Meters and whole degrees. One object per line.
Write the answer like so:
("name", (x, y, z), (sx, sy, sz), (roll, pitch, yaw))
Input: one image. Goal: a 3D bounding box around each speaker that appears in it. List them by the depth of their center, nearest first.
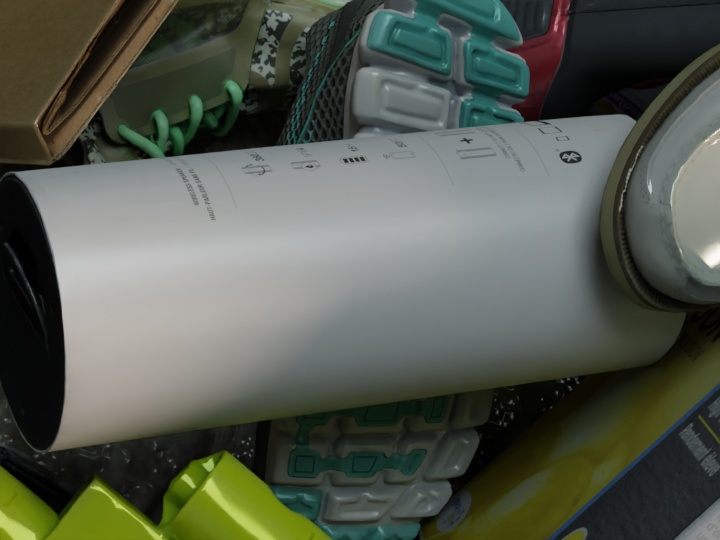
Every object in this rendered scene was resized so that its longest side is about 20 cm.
("speaker", (-0.007, 0.001, 0.714), (0.199, 0.081, 0.082), (-7, 61, -24))

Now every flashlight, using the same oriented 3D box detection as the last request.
("flashlight", (0.115, -0.076, 0.855), (0.199, 0.068, 0.068), (0, 23, 30))

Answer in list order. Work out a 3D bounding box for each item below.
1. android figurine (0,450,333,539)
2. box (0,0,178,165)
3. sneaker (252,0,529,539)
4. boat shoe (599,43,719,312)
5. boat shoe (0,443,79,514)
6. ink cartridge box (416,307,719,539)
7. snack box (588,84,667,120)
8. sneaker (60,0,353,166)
("android figurine", (-0.068, 0.145, 0.698), (0.200, 0.041, 0.182), (42, 85, -3))
("box", (-0.136, -0.098, 0.782), (0.199, 0.021, 0.164), (4, 49, 34))
("sneaker", (0.000, 0.000, 0.813), (0.077, 0.091, 0.201), (12, 92, -27))
("boat shoe", (0.159, -0.043, 0.718), (0.199, 0.068, 0.075), (-26, 107, -30))
("boat shoe", (-0.133, 0.077, 0.745), (0.199, 0.068, 0.072), (28, 55, 1))
("ink cartridge box", (0.106, 0.049, 0.715), (0.200, 0.198, 0.047), (-45, 97, 4))
("snack box", (0.194, -0.064, 0.945), (0.200, 0.053, 0.142), (38, 58, 8))
("sneaker", (-0.078, -0.058, 0.854), (0.199, 0.077, 0.089), (5, 67, -6))
